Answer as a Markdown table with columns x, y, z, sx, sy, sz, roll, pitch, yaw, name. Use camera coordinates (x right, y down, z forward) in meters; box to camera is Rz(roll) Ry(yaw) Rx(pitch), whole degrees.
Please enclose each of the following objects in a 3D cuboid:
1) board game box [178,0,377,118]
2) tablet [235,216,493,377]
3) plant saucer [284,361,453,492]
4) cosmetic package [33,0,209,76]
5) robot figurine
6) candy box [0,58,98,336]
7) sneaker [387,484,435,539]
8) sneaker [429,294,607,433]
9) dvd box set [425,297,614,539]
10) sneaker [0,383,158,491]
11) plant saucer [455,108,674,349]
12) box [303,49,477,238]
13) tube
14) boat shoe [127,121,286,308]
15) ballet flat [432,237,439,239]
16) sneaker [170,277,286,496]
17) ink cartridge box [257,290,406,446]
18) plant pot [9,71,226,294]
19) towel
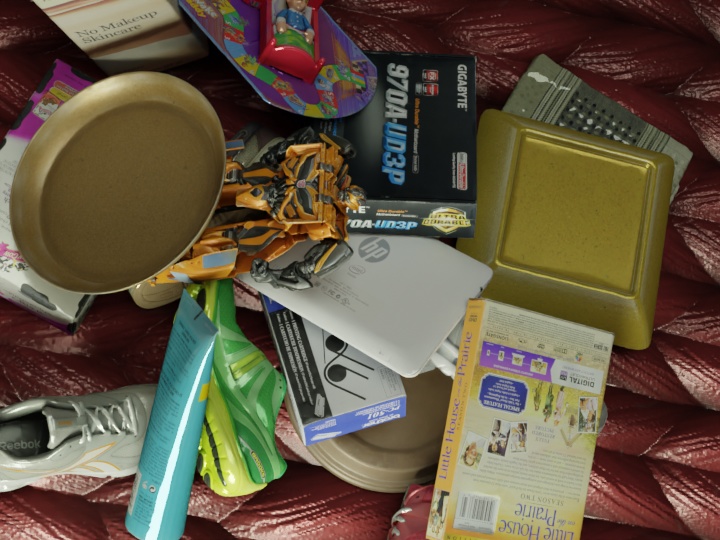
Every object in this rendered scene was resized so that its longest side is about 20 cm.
| x | y | z | sx | sy | sz | roll | pitch | yaw | name |
| --- | --- | --- | --- | --- | --- | --- | --- | --- | --- |
| -0.064 | -0.222 | 1.213 | 0.200 | 0.039 | 0.157 | 49 | 40 | 12 | board game box |
| 0.000 | 0.000 | 1.180 | 0.199 | 0.014 | 0.130 | 29 | 60 | 23 | tablet |
| 0.028 | 0.097 | 1.239 | 0.197 | 0.029 | 0.203 | 4 | 72 | -11 | plant saucer |
| -0.210 | -0.247 | 1.191 | 0.102 | 0.200 | 0.088 | -14 | 74 | 9 | cosmetic package |
| -0.092 | -0.050 | 1.136 | 0.197 | 0.058 | 0.147 | -9 | 64 | 20 | robot figurine |
| -0.260 | -0.064 | 1.208 | 0.135 | 0.061 | 0.201 | 29 | 69 | -2 | candy box |
| 0.049 | 0.234 | 1.186 | 0.199 | 0.074 | 0.087 | -28 | 74 | -26 | sneaker |
| 0.151 | 0.085 | 1.210 | 0.199 | 0.075 | 0.083 | 28 | 97 | -29 | sneaker |
| 0.137 | 0.136 | 1.156 | 0.145 | 0.029 | 0.203 | 14 | 83 | -29 | dvd box set |
| -0.230 | 0.134 | 1.134 | 0.198 | 0.092 | 0.077 | -13 | 75 | -21 | sneaker |
| 0.196 | -0.047 | 1.279 | 0.197 | 0.048 | 0.203 | 14 | 72 | -5 | plant saucer |
| 0.027 | -0.118 | 1.240 | 0.157 | 0.046 | 0.202 | 3 | 48 | 2 | box |
| -0.151 | 0.123 | 1.120 | 0.050 | 0.077 | 0.202 | 0 | 114 | -35 | tube |
| -0.140 | -0.052 | 1.230 | 0.065 | 0.072 | 0.200 | 39 | 81 | 28 | boat shoe |
| 0.048 | -0.047 | 1.264 | 0.069 | 0.070 | 0.202 | 15 | 52 | -7 | ballet flat |
| -0.110 | 0.091 | 1.172 | 0.083 | 0.074 | 0.203 | 1 | 71 | -37 | sneaker |
| -0.033 | 0.044 | 1.201 | 0.093 | 0.044 | 0.202 | -15 | 61 | -8 | ink cartridge box |
| -0.197 | -0.070 | 1.137 | 0.197 | 0.028 | 0.203 | -7 | 66 | 16 | plant pot |
| 0.204 | -0.086 | 1.336 | 0.191 | 0.035 | 0.201 | 33 | 72 | 2 | towel |
